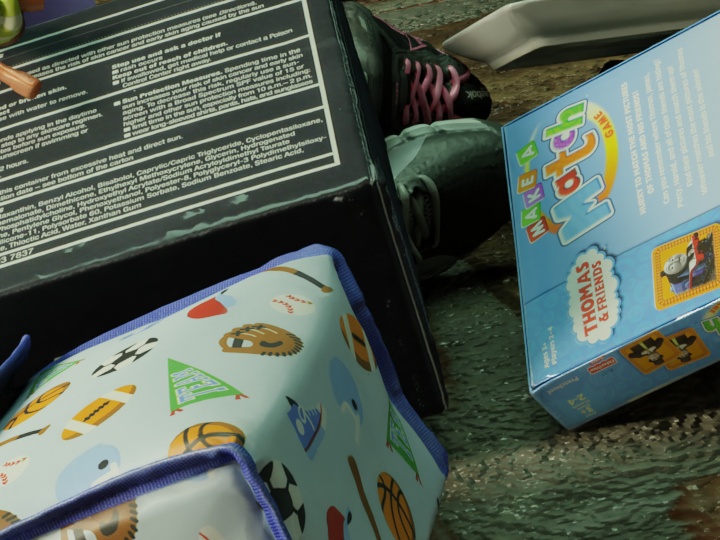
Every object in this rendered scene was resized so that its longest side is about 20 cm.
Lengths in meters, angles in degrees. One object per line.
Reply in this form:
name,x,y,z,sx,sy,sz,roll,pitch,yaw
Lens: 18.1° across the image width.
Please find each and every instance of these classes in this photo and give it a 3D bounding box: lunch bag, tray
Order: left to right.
lunch bag,-0.088,0.090,0.738,0.199,0.125,0.170,-22,15,19
tray,0.149,-0.126,1.148,0.198,0.022,0.107,-9,-2,-17

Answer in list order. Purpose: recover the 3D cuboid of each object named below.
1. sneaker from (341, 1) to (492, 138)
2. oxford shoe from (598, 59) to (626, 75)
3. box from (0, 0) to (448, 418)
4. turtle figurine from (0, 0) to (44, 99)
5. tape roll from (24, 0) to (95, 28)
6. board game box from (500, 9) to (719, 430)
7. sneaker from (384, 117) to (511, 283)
sneaker,0.020,-0.094,1.142,0.094,0.080,0.200,8,6,3
oxford shoe,0.192,-0.073,1.121,0.199,0.085,0.072,9,24,41
box,-0.082,-0.016,0.929,0.198,0.124,0.199,-16,36,4
turtle figurine,-0.172,-0.133,0.972,0.199,0.065,0.162,19,59,34
tape roll,-0.227,-0.094,1.093,0.199,0.202,0.085,8,-17,43
board game box,0.152,-0.041,0.904,0.199,0.037,0.152,-26,43,24
sneaker,0.000,0.000,1.043,0.199,0.076,0.116,-22,24,-4
